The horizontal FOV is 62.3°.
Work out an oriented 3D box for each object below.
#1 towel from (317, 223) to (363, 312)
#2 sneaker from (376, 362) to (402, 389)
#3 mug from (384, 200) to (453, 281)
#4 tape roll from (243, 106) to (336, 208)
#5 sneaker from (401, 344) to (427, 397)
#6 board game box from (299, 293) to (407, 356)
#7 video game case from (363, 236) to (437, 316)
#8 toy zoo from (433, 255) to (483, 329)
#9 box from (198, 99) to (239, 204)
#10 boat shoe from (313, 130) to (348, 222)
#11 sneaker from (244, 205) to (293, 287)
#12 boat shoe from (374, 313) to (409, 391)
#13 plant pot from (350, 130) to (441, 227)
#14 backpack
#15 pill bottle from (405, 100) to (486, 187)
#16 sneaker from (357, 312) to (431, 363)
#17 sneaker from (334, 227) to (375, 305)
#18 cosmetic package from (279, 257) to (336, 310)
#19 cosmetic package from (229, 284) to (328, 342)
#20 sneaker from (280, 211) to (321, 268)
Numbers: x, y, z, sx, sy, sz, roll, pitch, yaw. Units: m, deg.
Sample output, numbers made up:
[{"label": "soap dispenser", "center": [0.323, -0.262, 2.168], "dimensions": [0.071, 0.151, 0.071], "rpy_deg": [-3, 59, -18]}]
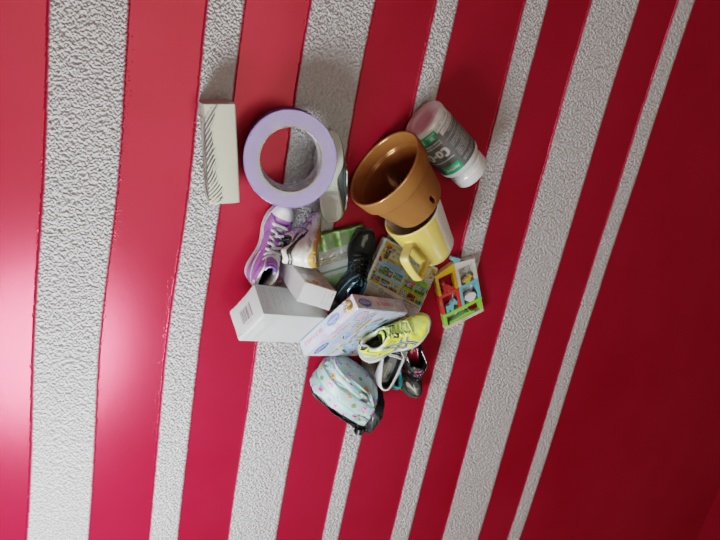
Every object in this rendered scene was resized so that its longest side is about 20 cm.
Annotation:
[{"label": "towel", "center": [-0.049, -0.006, 1.470], "dimensions": [0.146, 0.031, 0.205], "rpy_deg": [-15, 113, -22]}, {"label": "sneaker", "center": [0.082, 0.220, 1.579], "dimensions": [0.076, 0.079, 0.205], "rpy_deg": [-15, 106, -20]}, {"label": "mug", "center": [0.145, -0.079, 1.464], "dimensions": [0.187, 0.149, 0.154], "rpy_deg": [-46, 130, -9]}, {"label": "tape roll", "center": [-0.152, -0.242, 1.271], "dimensions": [0.195, 0.085, 0.205], "rpy_deg": [-3, 109, -9]}, {"label": "sneaker", "center": [0.141, 0.269, 1.626], "dimensions": [0.075, 0.084, 0.204], "rpy_deg": [-17, 116, -17]}, {"label": "board game box", "center": [-0.015, 0.137, 1.437], "dimensions": [0.200, 0.042, 0.198], "rpy_deg": [-43, 150, 26]}, {"label": "video game case", "center": [0.092, 0.038, 1.529], "dimensions": [0.198, 0.023, 0.185], "rpy_deg": [27, 87, -32]}, {"label": "toy zoo", "center": [0.267, 0.049, 1.635], "dimensions": [0.129, 0.020, 0.204], "rpy_deg": [-24, 117, -14]}, {"label": "box", "center": [-0.292, -0.246, 1.231], "dimensions": [0.067, 0.082, 0.205], "rpy_deg": [-7, 111, -20]}, {"label": "boat shoe", "center": [-0.062, -0.217, 1.370], "dimensions": [0.071, 0.062, 0.205], "rpy_deg": [3, 103, 20]}, {"label": "sneaker", "center": [-0.191, -0.049, 1.335], "dimensions": [0.071, 0.114, 0.204], "rpy_deg": [17, 101, -27]}, {"label": "boat shoe", "center": [0.091, 0.207, 1.506], "dimensions": [0.072, 0.065, 0.205], "rpy_deg": [13, 93, -9]}, {"label": "plant pot", "center": [0.094, -0.195, 1.364], "dimensions": [0.139, 0.200, 0.201], "rpy_deg": [37, 93, -36]}, {"label": "backpack", "center": [-0.034, 0.304, 1.526], "dimensions": [0.199, 0.167, 0.127], "rpy_deg": [38, 98, -16]}, {"label": "pill bottle", "center": [0.208, -0.296, 1.420], "dimensions": [0.199, 0.113, 0.114], "rpy_deg": [37, 92, -30]}, {"label": "sneaker", "center": [0.084, 0.162, 1.445], "dimensions": [0.197, 0.076, 0.077], "rpy_deg": [-29, 154, -3]}, {"label": "sneaker", "center": [0.000, 0.000, 1.431], "dimensions": [0.072, 0.082, 0.204], "rpy_deg": [11, 101, -28]}, {"label": "cosmetic package", "center": [-0.127, 0.018, 1.338], "dimensions": [0.081, 0.200, 0.052], "rpy_deg": [16, 104, -28]}, {"label": "cosmetic package", "center": [-0.182, 0.103, 1.363], "dimensions": [0.198, 0.082, 0.113], "rpy_deg": [9, 137, -48]}, {"label": "sneaker", "center": [-0.131, -0.076, 1.318], "dimensions": [0.085, 0.201, 0.077], "rpy_deg": [1, 117, 2]}]
